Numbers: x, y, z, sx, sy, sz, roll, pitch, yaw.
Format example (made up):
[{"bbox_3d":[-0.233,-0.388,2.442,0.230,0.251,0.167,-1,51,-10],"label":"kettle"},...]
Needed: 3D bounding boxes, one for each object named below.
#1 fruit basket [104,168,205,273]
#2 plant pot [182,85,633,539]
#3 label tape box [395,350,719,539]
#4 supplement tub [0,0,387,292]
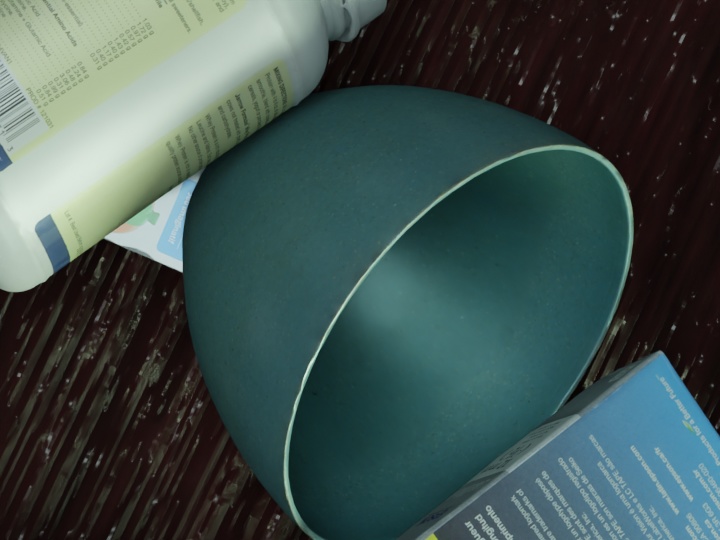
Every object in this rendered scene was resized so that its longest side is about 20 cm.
[{"bbox_3d":[-0.125,-0.118,1.229,0.199,0.094,0.186,24,88,0],"label":"fruit basket"},{"bbox_3d":[0.000,0.000,1.182,0.135,0.200,0.200,38,89,32],"label":"plant pot"},{"bbox_3d":[0.088,0.151,1.178,0.200,0.066,0.144,-36,92,-22],"label":"label tape box"},{"bbox_3d":[-0.103,-0.101,1.128,0.199,0.145,0.145,-35,86,-10],"label":"supplement tub"}]
